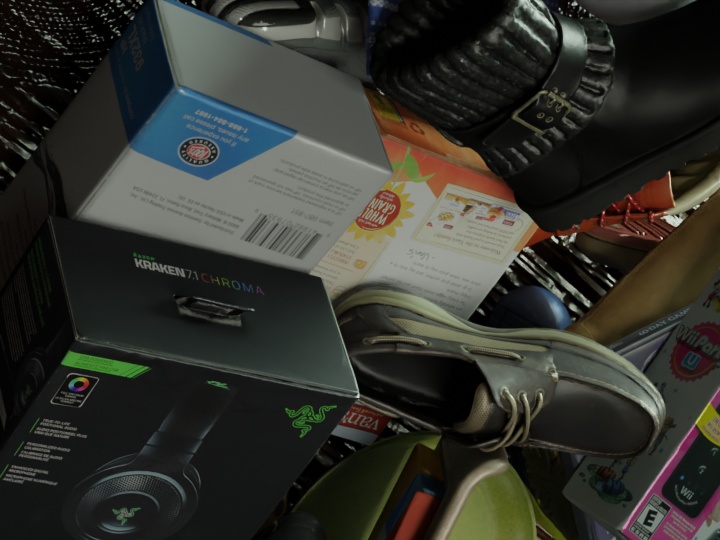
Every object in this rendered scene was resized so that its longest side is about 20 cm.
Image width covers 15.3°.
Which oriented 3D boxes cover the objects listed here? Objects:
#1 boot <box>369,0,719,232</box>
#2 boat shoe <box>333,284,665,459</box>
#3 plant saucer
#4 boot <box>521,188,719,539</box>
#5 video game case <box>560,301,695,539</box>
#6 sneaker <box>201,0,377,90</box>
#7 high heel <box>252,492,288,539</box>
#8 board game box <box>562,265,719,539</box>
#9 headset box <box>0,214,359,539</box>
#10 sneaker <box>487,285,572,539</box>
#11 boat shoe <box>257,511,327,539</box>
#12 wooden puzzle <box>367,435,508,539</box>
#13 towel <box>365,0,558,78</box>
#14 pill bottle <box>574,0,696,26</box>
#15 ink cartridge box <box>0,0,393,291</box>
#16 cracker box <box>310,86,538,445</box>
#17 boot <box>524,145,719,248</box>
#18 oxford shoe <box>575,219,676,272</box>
[{"bbox_3d":[0.126,-0.121,1.437,0.211,0.080,0.158,-35,124,17],"label":"boot"},{"bbox_3d":[0.072,0.072,1.509,0.199,0.073,0.075,14,122,3],"label":"boat shoe"},{"bbox_3d":[0.019,0.188,1.701,0.199,0.031,0.201,-12,116,-25],"label":"plant saucer"},{"bbox_3d":[0.189,0.067,1.639,0.200,0.066,0.176,-37,131,-16],"label":"boot"},{"bbox_3d":[0.208,0.088,1.613,0.199,0.019,0.144,-24,116,-21],"label":"video game case"},{"bbox_3d":[-0.019,-0.115,1.538,0.199,0.075,0.116,-3,130,-35],"label":"sneaker"},{"bbox_3d":[-0.130,0.149,1.569,0.199,0.071,0.143,7,114,-48],"label":"high heel"},{"bbox_3d":[0.235,0.095,1.583,0.147,0.064,0.201,38,84,-34],"label":"board game box"},{"bbox_3d":[-0.121,0.075,1.437,0.173,0.093,0.200,14,129,-32],"label":"headset box"},{"bbox_3d":[0.134,0.083,1.700,0.082,0.074,0.201,-29,129,-18],"label":"sneaker"},{"bbox_3d":[-0.060,0.223,1.617,0.068,0.057,0.200,19,133,-9],"label":"boat shoe"},{"bbox_3d":[0.018,0.174,1.581,0.037,0.185,0.201,31,96,-4],"label":"wooden puzzle"},{"bbox_3d":[0.066,-0.191,1.514,0.144,0.024,0.201,14,78,-41],"label":"towel"},{"bbox_3d":[0.202,-0.178,1.575,0.200,0.112,0.113,18,102,-57],"label":"pill bottle"},{"bbox_3d":[-0.102,-0.033,1.464,0.145,0.084,0.200,19,125,-34],"label":"ink cartridge box"},{"bbox_3d":[0.000,0.000,1.559,0.133,0.058,0.200,19,119,-35],"label":"cracker box"},{"bbox_3d":[0.135,-0.055,1.620,0.199,0.107,0.075,-29,124,-14],"label":"boot"},{"bbox_3d":[0.206,0.016,1.711,0.199,0.070,0.075,21,101,-34],"label":"oxford shoe"}]
